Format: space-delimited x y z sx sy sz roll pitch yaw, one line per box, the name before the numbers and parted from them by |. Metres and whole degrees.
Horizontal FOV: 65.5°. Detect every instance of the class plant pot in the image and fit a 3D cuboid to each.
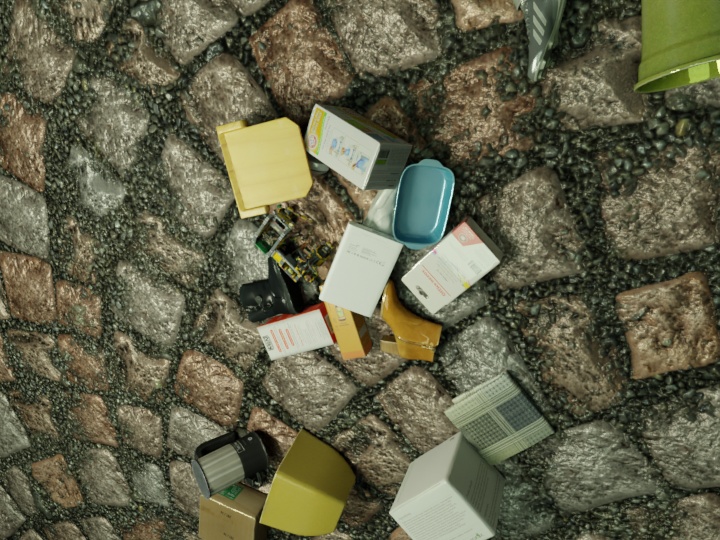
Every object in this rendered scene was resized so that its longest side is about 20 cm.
plant pot | -0.130 0.598 1.527 0.199 0.194 0.197 23 116 7
plant pot | 0.537 -0.409 0.903 0.199 0.200 0.186 -9 93 24

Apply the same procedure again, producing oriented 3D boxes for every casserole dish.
casserole dish | 0.132 -0.145 1.210 0.120 0.039 0.201 4 114 -10

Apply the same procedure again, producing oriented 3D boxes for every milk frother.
milk frother | -0.374 0.587 1.613 0.180 0.187 0.201 4 109 56

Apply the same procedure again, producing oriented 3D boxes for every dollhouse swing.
dollhouse swing | -0.209 -0.239 1.257 0.175 0.182 0.201 -15 103 -5

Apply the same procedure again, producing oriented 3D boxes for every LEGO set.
LEGO set | -0.147 -0.078 1.301 0.200 0.154 0.116 51 136 6

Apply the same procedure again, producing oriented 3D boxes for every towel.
towel | 0.329 0.357 1.346 0.200 0.035 0.193 -39 95 26

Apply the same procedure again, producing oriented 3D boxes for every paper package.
paper package | -0.389 0.764 1.734 0.199 0.103 0.192 16 113 16

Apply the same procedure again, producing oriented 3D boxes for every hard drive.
hard drive | 0.000 0.000 1.273 0.131 0.027 0.201 20 115 -7

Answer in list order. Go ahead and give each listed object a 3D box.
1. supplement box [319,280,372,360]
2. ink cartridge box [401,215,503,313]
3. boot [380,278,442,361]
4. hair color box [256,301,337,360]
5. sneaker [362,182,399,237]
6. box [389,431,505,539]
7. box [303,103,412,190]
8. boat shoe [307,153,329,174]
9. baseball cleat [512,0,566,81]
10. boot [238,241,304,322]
supplement box | -0.034 0.115 1.377 0.066 0.069 0.201 -11 106 24
ink cartridge box | 0.200 -0.009 1.237 0.117 0.067 0.200 48 117 0
boot | 0.122 0.118 1.322 0.143 0.071 0.203 5 113 13
hair color box | -0.158 0.157 1.443 0.199 0.061 0.102 -17 102 25
sneaker | 0.058 -0.116 1.262 0.088 0.075 0.201 25 122 -4
box | 0.214 0.548 1.360 0.171 0.199 0.200 48 118 0
box | -0.011 -0.259 1.169 0.200 0.112 0.102 38 120 30
boat shoe | -0.165 -0.231 1.296 0.201 0.075 0.087 15 113 19
baseball cleat | 0.323 -0.458 1.032 0.106 0.070 0.201 21 106 21
boot | -0.242 0.030 1.420 0.167 0.076 0.202 -10 101 27
